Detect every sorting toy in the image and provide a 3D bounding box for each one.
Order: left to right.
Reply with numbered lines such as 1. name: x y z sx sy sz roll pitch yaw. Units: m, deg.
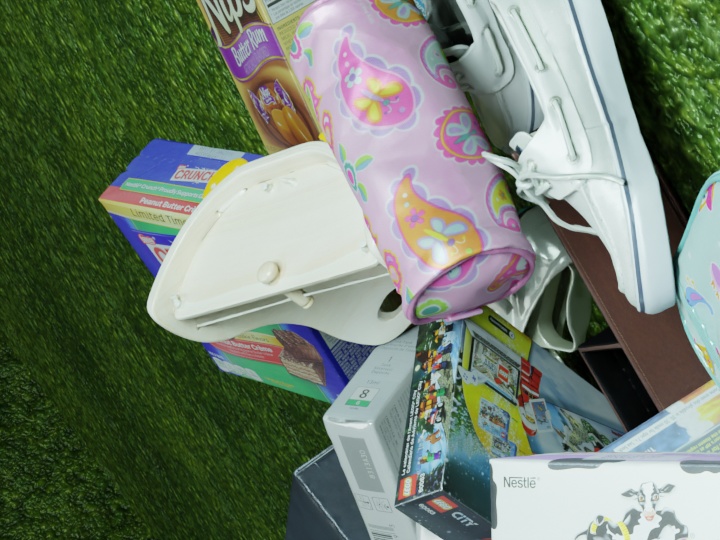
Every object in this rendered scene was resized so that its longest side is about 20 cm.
1. sorting toy: 0.000 0.000 1.315 0.200 0.107 0.180 -15 145 40

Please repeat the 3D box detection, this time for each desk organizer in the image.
1. desk organizer: 0.157 0.000 1.223 0.200 0.077 0.072 60 162 -5

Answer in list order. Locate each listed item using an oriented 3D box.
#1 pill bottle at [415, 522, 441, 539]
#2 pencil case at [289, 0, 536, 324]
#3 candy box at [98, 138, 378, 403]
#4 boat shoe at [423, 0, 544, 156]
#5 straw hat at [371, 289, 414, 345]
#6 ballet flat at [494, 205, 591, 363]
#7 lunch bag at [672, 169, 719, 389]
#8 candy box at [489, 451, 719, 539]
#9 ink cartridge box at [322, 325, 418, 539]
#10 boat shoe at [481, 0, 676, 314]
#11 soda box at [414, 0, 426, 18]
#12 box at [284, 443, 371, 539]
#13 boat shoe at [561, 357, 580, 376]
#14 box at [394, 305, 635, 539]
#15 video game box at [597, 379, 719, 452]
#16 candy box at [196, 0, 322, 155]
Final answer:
1. pill bottle: 0.147 0.170 1.356 0.200 0.114 0.114 2 131 27
2. pencil case: 0.027 -0.069 1.172 0.087 0.087 0.200 95 152 -62
3. candy box: -0.077 0.002 1.545 0.169 0.077 0.200 12 143 44
4. boat shoe: 0.065 -0.145 1.245 0.074 0.065 0.200 36 152 50
5. straw hat: 0.035 -0.031 1.482 0.201 0.085 0.201 -25 -90 -83
6. ballet flat: 0.118 0.051 1.378 0.069 0.069 0.200 42 137 41
7. lunch bag: 0.236 0.046 1.044 0.160 0.077 0.200 103 145 -63
8. candy box: 0.149 0.189 0.996 0.168 0.071 0.200 -4 86 43
9. ink cartridge box: 0.061 0.103 1.450 0.050 0.200 0.161 3 129 33
10. boat shoe: 0.110 -0.067 1.123 0.075 0.086 0.202 60 -166 -82
11. soda box: -0.011 -0.198 1.358 0.200 0.068 0.064 51 161 21
12. box: 0.053 0.181 1.609 0.124 0.196 0.200 52 162 18
13. boat shoe: 0.180 0.148 1.461 0.201 0.063 0.073 65 167 2
14. box: 0.107 0.120 1.204 0.038 0.137 0.200 -25 132 38
15. video game box: 0.216 0.147 1.106 0.182 0.200 0.047 46 154 31
16. candy box: -0.057 -0.165 1.331 0.117 0.056 0.200 21 138 62
